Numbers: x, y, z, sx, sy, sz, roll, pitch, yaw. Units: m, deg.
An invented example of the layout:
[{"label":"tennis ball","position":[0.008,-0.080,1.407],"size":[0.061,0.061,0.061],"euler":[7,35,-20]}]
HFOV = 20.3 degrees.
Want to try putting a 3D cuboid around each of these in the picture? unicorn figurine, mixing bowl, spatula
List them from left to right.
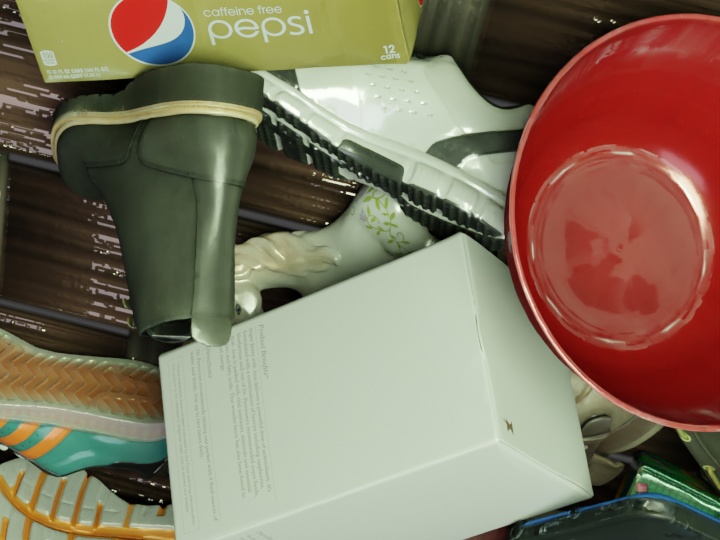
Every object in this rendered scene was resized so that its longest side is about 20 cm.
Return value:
[{"label":"unicorn figurine","position":[0.000,0.000,1.159],"size":[0.137,0.074,0.200],"euler":[31,116,-18]},{"label":"mixing bowl","position":[0.149,-0.019,1.014],"size":[0.199,0.202,0.108],"euler":[25,167,-13]},{"label":"spatula","position":[0.212,0.041,1.090],"size":[0.056,0.021,0.201],"euler":[-32,86,20]}]

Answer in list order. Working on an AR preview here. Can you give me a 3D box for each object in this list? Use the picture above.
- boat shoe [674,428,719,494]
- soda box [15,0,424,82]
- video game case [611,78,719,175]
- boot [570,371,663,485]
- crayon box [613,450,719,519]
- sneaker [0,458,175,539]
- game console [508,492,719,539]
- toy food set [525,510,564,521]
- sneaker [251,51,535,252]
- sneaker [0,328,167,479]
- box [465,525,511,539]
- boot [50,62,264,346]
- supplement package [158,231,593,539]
[{"label":"boat shoe","position":[0.228,0.100,1.195],"size":[0.060,0.072,0.202],"euler":[4,148,31]},{"label":"soda box","position":[-0.070,-0.144,1.025],"size":[0.198,0.068,0.064],"euler":[-2,133,14]},{"label":"video game case","position":[0.192,-0.029,1.116],"size":[0.141,0.018,0.201],"euler":[6,134,7]},{"label":"boot","position":[0.087,0.099,1.236],"size":[0.145,0.071,0.200],"euler":[21,148,-24]},{"label":"crayon box","position":[0.152,0.214,1.216],"size":[0.058,0.119,0.202],"euler":[24,92,7]},{"label":"sneaker","position":[-0.177,0.190,1.373],"size":[0.198,0.079,0.077],"euler":[19,144,-5]},{"label":"game console","position":[0.166,0.217,1.088],"size":[0.199,0.119,0.170],"euler":[26,151,-27]},{"label":"toy food set","position":[0.177,0.239,1.351],"size":[0.142,0.061,0.201],"euler":[5,134,7]},{"label":"sneaker","position":[0.006,-0.087,1.075],"size":[0.199,0.081,0.074],"euler":[28,167,4]},{"label":"sneaker","position":[-0.213,0.091,1.284],"size":[0.198,0.072,0.080],"euler":[14,131,-3]},{"label":"box","position":[0.018,0.215,1.286],"size":[0.198,0.128,0.110],"euler":[23,137,9]},{"label":"boot","position":[-0.119,-0.022,1.063],"size":[0.077,0.140,0.200],"euler":[7,169,-24]},{"label":"supplement package","position":[0.007,0.084,1.097],"size":[0.199,0.122,0.120],"euler":[-21,150,24]}]
